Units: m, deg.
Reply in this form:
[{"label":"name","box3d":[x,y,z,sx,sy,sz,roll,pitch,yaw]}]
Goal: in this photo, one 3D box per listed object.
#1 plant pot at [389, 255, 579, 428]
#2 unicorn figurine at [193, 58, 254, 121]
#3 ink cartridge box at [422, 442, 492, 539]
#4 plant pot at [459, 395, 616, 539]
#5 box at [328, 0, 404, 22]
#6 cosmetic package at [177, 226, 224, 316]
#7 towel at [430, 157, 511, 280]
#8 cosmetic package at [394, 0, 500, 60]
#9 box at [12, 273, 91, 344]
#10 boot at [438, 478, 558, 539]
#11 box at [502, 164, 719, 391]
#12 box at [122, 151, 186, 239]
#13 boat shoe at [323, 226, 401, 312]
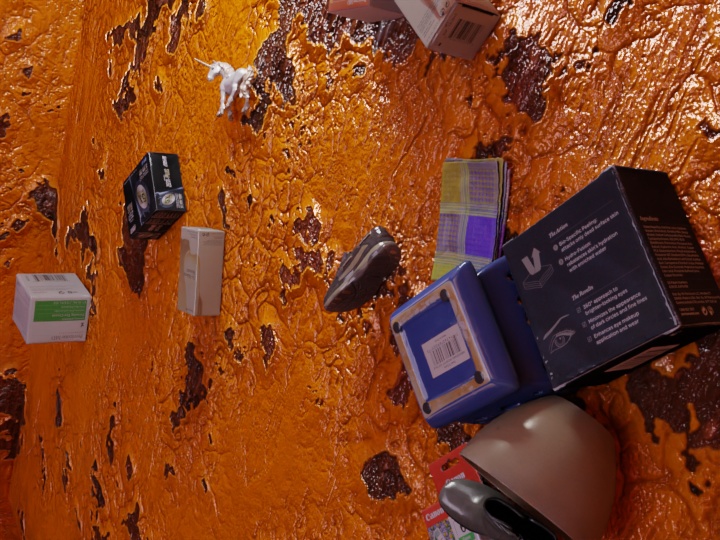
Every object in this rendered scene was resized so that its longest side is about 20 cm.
[{"label":"plant pot","box3d":[0.165,0.096,1.124,0.200,0.178,0.202,-38,65,46]},{"label":"unicorn figurine","box3d":[-0.292,-0.413,1.878,0.198,0.073,0.140,0,80,40]},{"label":"ink cartridge box","box3d":[0.148,0.375,1.254,0.109,0.050,0.202,-44,56,44]},{"label":"plant pot","box3d":[0.242,0.239,1.052,0.135,0.200,0.200,-52,38,-9]},{"label":"box","box3d":[0.025,-0.532,1.405,0.124,0.096,0.203,14,101,53]},{"label":"cosmetic package","box3d":[-0.379,0.001,1.983,0.105,0.070,0.203,10,98,53]},{"label":"towel","box3d":[0.164,-0.073,1.273,0.143,0.023,0.203,15,102,52]},{"label":"cosmetic package","box3d":[0.115,-0.425,1.278,0.088,0.102,0.201,-54,50,36]},{"label":"box","box3d":[-1.022,0.123,2.764,0.200,0.197,0.174,36,118,48]},{"label":"boot","box3d":[0.183,0.324,1.120,0.198,0.131,0.068,25,71,31]},{"label":"box","box3d":[0.300,0.013,1.004,0.196,0.116,0.202,-40,60,47]},{"label":"box","box3d":[-0.546,-0.193,2.203,0.199,0.085,0.166,-31,66,50]},{"label":"boat shoe","box3d":[0.000,0.000,1.470,0.200,0.074,0.074,-45,45,34]}]
